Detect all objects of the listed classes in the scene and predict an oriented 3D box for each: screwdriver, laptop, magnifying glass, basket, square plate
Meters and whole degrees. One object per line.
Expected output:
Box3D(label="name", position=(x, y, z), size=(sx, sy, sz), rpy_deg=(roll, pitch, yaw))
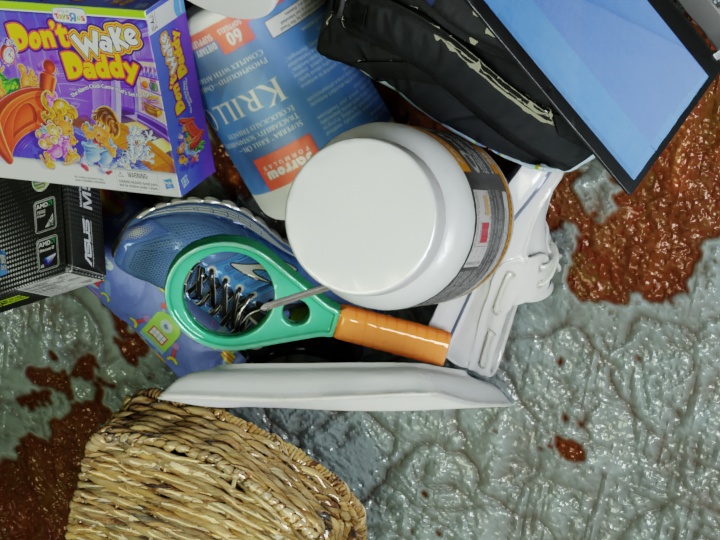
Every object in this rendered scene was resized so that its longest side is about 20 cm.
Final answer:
Box3D(label="screwdriver", position=(0.000, 0.000, 1.738), size=(0.028, 0.200, 0.029), rpy_deg=(8, 102, 40))
Box3D(label="laptop", position=(0.192, -0.181, 1.543), size=(0.200, 0.103, 0.177), rpy_deg=(-32, 113, 25))
Box3D(label="magnifying glass", position=(-0.037, 0.030, 1.762), size=(0.200, 0.022, 0.080), rpy_deg=(14, 109, -7))
Box3D(label="basket", position=(-0.095, 0.162, 1.900), size=(0.200, 0.149, 0.143), rpy_deg=(24, 120, 16))
Box3D(label="square plate", position=(-0.014, 0.081, 1.787), size=(0.200, 0.198, 0.029), rpy_deg=(-1, 85, 18))

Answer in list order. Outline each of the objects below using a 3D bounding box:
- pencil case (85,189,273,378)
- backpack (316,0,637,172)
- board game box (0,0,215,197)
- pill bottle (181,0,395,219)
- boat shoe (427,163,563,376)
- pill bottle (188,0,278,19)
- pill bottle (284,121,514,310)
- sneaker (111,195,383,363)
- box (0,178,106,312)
Box3D(label="pencil case", position=(-0.150, 0.015, 1.889), size=(0.200, 0.078, 0.087), rpy_deg=(41, 121, 3))
Box3D(label="backpack", position=(0.099, -0.154, 1.651), size=(0.200, 0.154, 0.163), rpy_deg=(40, 120, 24))
Box3D(label="board game box", position=(-0.202, -0.128, 1.742), size=(0.200, 0.045, 0.135), rpy_deg=(7, 119, 31))
Box3D(label="pill bottle", position=(-0.041, -0.105, 1.753), size=(0.112, 0.112, 0.200), rpy_deg=(-24, 102, 34))
Box3D(label="boat shoe", position=(0.106, -0.007, 1.762), size=(0.065, 0.074, 0.200), rpy_deg=(30, 135, 5))
Box3D(label="pill bottle", position=(-0.054, -0.264, 1.589), size=(0.114, 0.200, 0.114), rpy_deg=(22, 158, 10))
Box3D(label="pill bottle", position=(0.024, -0.034, 1.608), size=(0.116, 0.200, 0.117), rpy_deg=(0, 91, 14))
Box3D(label="sneaker", position=(-0.079, 0.013, 1.809), size=(0.200, 0.089, 0.079), rpy_deg=(17, 132, -7))
Box3D(label="box", position=(-0.276, -0.064, 1.873), size=(0.200, 0.047, 0.194), rpy_deg=(-16, 73, 33))
